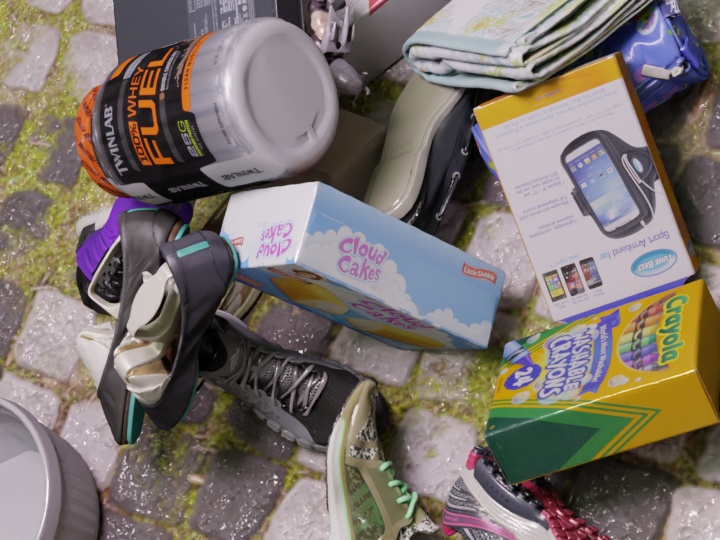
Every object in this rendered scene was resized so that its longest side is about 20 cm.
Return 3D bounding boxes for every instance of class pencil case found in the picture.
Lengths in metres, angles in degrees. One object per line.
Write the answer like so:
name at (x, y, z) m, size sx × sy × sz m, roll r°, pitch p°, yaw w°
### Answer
pencil case at (0.183, -0.133, 1.562) m, size 0.199 × 0.078 × 0.087 m, roll -35°, pitch 25°, yaw 15°

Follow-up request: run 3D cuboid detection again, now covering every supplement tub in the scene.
supplement tub at (-0.124, -0.118, 1.536) m, size 0.199 × 0.122 × 0.123 m, roll -11°, pitch 65°, yaw 43°

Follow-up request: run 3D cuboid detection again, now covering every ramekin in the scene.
ramekin at (-0.319, 0.215, 1.703) m, size 0.199 × 0.105 × 0.202 m, roll -11°, pitch 66°, yaw 25°

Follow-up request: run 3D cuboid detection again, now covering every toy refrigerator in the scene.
toy refrigerator at (-0.071, -0.106, 1.694) m, size 0.199 × 0.070 × 0.076 m, roll 23°, pitch 51°, yaw 34°

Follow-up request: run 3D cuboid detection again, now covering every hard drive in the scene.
hard drive at (-0.129, -0.213, 1.628) m, size 0.199 × 0.033 × 0.141 m, roll -9°, pitch 85°, yaw 43°

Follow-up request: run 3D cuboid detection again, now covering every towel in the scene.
towel at (0.140, -0.208, 1.568) m, size 0.171 × 0.048 × 0.200 m, roll -38°, pitch 24°, yaw -14°

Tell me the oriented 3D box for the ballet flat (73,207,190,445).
ballet flat at (-0.193, 0.042, 1.627) m, size 0.068 × 0.068 × 0.202 m, roll 16°, pitch 100°, yaw 5°

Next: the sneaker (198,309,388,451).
sneaker at (-0.080, 0.087, 1.587) m, size 0.199 × 0.115 × 0.075 m, roll 24°, pitch 89°, yaw 18°

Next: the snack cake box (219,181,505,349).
snack cake box at (0.000, 0.000, 1.529) m, size 0.115 × 0.199 × 0.068 m, roll -1°, pitch 69°, yaw 52°

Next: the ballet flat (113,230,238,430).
ballet flat at (-0.153, 0.050, 1.518) m, size 0.073 × 0.073 × 0.201 m, roll 55°, pitch 138°, yaw 33°

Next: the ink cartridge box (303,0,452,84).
ink cartridge box at (-0.013, -0.279, 1.728) m, size 0.146 × 0.083 × 0.201 m, roll -37°, pitch 58°, yaw 13°

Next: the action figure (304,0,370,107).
action figure at (-0.055, -0.184, 1.626) m, size 0.200 × 0.069 × 0.131 m, roll 34°, pitch 107°, yaw 41°

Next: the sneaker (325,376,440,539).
sneaker at (0.020, 0.183, 1.540) m, size 0.088 × 0.077 × 0.202 m, roll 1°, pitch 92°, yaw 8°

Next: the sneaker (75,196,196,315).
sneaker at (-0.196, -0.010, 1.704) m, size 0.200 × 0.069 × 0.100 m, roll 152°, pitch 126°, yaw -62°

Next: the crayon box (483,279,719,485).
crayon box at (0.196, 0.077, 1.456) m, size 0.199 × 0.052 × 0.126 m, roll -19°, pitch 25°, yaw 22°

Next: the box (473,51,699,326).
box at (0.177, -0.053, 1.514) m, size 0.118 × 0.041 × 0.201 m, roll -19°, pitch 97°, yaw 19°

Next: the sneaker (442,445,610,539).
sneaker at (0.140, 0.215, 1.464) m, size 0.200 × 0.080 × 0.075 m, roll 44°, pitch 113°, yaw 40°

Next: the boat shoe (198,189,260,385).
boat shoe at (-0.135, 0.015, 1.696) m, size 0.074 × 0.066 × 0.201 m, roll 21°, pitch 83°, yaw 33°

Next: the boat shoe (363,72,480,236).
boat shoe at (0.065, -0.102, 1.624) m, size 0.074 × 0.066 × 0.200 m, roll -16°, pitch 41°, yaw 38°
